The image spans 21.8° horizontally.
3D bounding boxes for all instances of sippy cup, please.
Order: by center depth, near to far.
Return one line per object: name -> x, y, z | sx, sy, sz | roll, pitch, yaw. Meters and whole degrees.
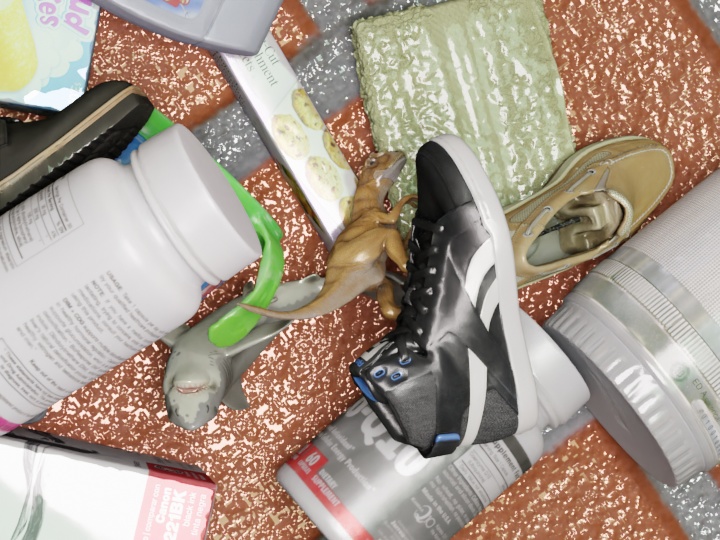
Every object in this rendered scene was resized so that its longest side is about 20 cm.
sippy cup -> -0.142, -0.022, 1.235 | 0.130, 0.178, 0.140 | -48, 117, -6

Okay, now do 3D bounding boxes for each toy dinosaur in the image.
toy dinosaur -> 0.000, 0.000, 1.232 | 0.106, 0.060, 0.200 | 22, 42, 7

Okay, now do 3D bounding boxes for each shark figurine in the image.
shark figurine -> -0.064, 0.055, 1.294 | 0.214, 0.128, 0.090 | -28, 126, -30

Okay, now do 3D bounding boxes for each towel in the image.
towel -> 0.079, -0.096, 1.322 | 0.148, 0.036, 0.200 | -17, 95, -9

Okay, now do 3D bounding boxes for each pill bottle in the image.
pill bottle -> -0.167, 0.004, 1.123 | 0.200, 0.113, 0.113 | -31, 95, 6
pill bottle -> 0.051, 0.116, 1.281 | 0.200, 0.114, 0.114 | -41, 96, -7

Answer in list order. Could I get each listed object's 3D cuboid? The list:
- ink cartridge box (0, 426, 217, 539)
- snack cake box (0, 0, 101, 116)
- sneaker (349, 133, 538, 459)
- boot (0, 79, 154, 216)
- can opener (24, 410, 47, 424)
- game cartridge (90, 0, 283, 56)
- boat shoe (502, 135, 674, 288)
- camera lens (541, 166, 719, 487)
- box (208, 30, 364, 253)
ink cartridge box -> -0.204, 0.152, 1.225 | 0.200, 0.144, 0.084 | 13, 87, -9
snack cake box -> -0.226, -0.209, 1.257 | 0.115, 0.067, 0.200 | 10, 89, -8
sneaker -> 0.039, 0.023, 1.173 | 0.112, 0.073, 0.200 | -17, 99, -18
boot -> -0.244, -0.093, 1.172 | 0.200, 0.077, 0.138 | -35, 81, 5
can opener -> -0.245, 0.004, 1.234 | 0.066, 0.053, 0.200 | -12, 84, -5
game cartridge -> -0.133, -0.229, 1.229 | 0.200, 0.042, 0.133 | 27, 78, -22
boat shoe -> 0.159, -0.037, 1.271 | 0.200, 0.076, 0.072 | -34, 107, -35
camera lens -> 0.247, 0.032, 1.287 | 0.200, 0.160, 0.160 | -38, 96, -7
box -> -0.047, -0.096, 1.300 | 0.041, 0.039, 0.200 | -31, 95, -10
